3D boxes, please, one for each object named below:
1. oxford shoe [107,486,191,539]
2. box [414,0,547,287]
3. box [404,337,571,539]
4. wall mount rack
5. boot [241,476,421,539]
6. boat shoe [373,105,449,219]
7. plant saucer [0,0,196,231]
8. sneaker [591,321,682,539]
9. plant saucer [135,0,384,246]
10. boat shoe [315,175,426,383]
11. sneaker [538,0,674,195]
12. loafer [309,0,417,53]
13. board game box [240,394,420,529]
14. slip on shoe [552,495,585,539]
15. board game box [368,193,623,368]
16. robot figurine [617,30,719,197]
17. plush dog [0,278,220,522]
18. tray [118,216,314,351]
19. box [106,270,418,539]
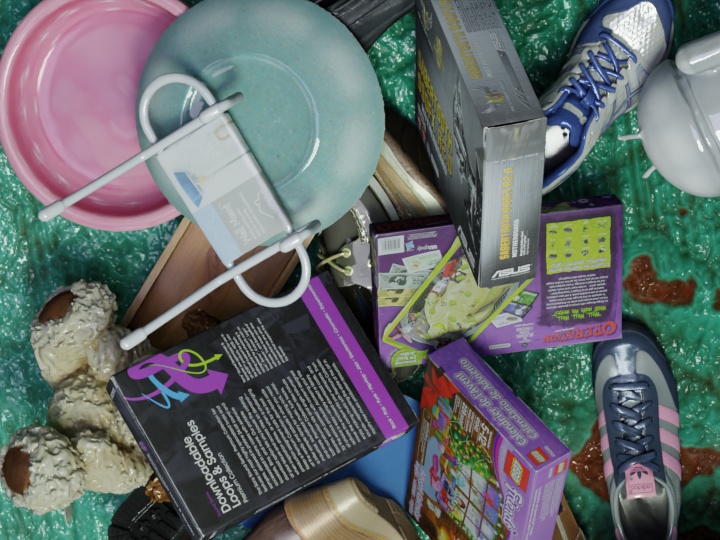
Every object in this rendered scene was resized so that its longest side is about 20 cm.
[{"bbox_3d":[-0.120,0.175,1.804,0.200,0.084,0.073,-38,66,-1],"label":"oxford shoe"},{"bbox_3d":[0.085,-0.112,1.597,0.048,0.200,0.159,-10,136,-8],"label":"box"},{"bbox_3d":[0.097,0.168,1.703,0.137,0.039,0.201,46,148,32],"label":"box"},{"bbox_3d":[-0.133,-0.040,1.625,0.173,0.075,0.201,-30,95,19],"label":"wall mount rack"},{"bbox_3d":[-0.037,0.249,1.766,0.166,0.073,0.200,-32,140,9],"label":"boot"},{"bbox_3d":[0.051,-0.042,1.719,0.076,0.072,0.200,-37,99,27],"label":"boat shoe"},{"bbox_3d":[-0.192,-0.134,1.719,0.199,0.051,0.202,2,102,9],"label":"plant saucer"},{"bbox_3d":[0.228,0.144,1.743,0.070,0.082,0.201,-10,105,10],"label":"sneaker"},{"bbox_3d":[-0.082,-0.115,1.657,0.200,0.039,0.202,2,101,10],"label":"plant saucer"},{"bbox_3d":[0.002,0.000,1.717,0.060,0.072,0.202,-36,114,-30],"label":"boat shoe"},{"bbox_3d":[0.178,-0.132,1.666,0.075,0.088,0.200,33,106,-2],"label":"sneaker"},{"bbox_3d":[0.011,-0.225,1.667,0.200,0.068,0.070,-40,107,19],"label":"loafer"},{"bbox_3d":[-0.020,0.153,1.765,0.200,0.039,0.158,27,104,-43],"label":"board game box"},{"bbox_3d":[0.136,0.214,1.790,0.076,0.060,0.201,-33,120,-26],"label":"slip on shoe"},{"bbox_3d":[0.107,0.009,1.686,0.199,0.032,0.121,-7,112,-9],"label":"board game box"},{"bbox_3d":[0.296,-0.128,1.639,0.199,0.113,0.170,-25,136,13],"label":"robot figurine"},{"bbox_3d":[-0.171,0.118,1.714,0.171,0.201,0.161,-4,149,26],"label":"plush dog"},{"bbox_3d":[-0.123,0.014,1.770,0.098,0.037,0.200,32,106,-3],"label":"tray"},{"bbox_3d":[-0.075,0.103,1.649,0.199,0.036,0.143,-25,76,-24],"label":"box"}]
